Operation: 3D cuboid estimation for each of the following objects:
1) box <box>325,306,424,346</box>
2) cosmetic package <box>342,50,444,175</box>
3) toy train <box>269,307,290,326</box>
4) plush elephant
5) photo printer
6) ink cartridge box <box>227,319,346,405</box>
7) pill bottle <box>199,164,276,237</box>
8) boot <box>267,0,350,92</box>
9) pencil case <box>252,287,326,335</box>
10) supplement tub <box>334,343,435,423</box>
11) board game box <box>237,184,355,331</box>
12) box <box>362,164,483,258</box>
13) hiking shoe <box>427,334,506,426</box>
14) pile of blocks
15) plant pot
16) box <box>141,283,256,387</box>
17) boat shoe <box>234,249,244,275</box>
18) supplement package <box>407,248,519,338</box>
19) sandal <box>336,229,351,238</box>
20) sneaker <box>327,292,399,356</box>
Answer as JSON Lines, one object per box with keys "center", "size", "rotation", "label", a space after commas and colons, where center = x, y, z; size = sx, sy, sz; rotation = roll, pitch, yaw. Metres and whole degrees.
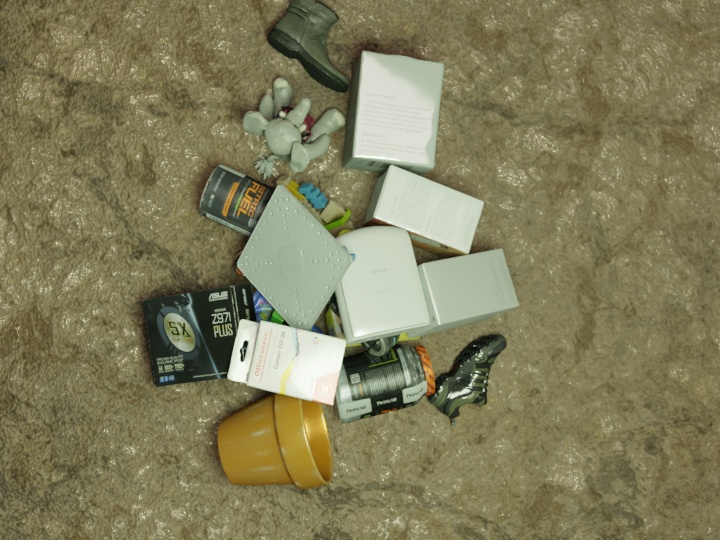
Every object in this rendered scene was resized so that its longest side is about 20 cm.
{"center": [0.034, 0.102, 1.725], "size": [0.195, 0.050, 0.077], "rotation": [-5, 66, -21], "label": "box"}
{"center": [0.060, -0.299, 1.710], "size": [0.161, 0.165, 0.205], "rotation": [7, 88, -8], "label": "cosmetic package"}
{"center": [-0.114, 0.035, 1.700], "size": [0.056, 0.042, 0.202], "rotation": [29, 53, 1], "label": "toy train"}
{"center": [-0.136, -0.271, 1.686], "size": [0.163, 0.155, 0.202], "rotation": [35, 84, -6], "label": "plush elephant"}
{"center": [0.030, 0.020, 1.603], "size": [0.162, 0.070, 0.205], "rotation": [-9, 77, -15], "label": "photo printer"}
{"center": [-0.132, 0.160, 1.556], "size": [0.195, 0.068, 0.119], "rotation": [12, 82, -2], "label": "ink cartridge box"}
{"center": [-0.200, -0.117, 1.686], "size": [0.196, 0.106, 0.108], "rotation": [24, 86, 2], "label": "pill bottle"}
{"center": [-0.077, -0.460, 1.748], "size": [0.198, 0.068, 0.132], "rotation": [36, 78, -7], "label": "boot"}
{"center": [-0.145, 0.115, 1.715], "size": [0.199, 0.078, 0.087], "rotation": [40, 85, -5], "label": "pencil case"}
{"center": [0.040, 0.216, 1.716], "size": [0.195, 0.122, 0.126], "rotation": [-13, 90, -7], "label": "supplement tub"}
{"center": [-0.119, -0.017, 1.594], "size": [0.200, 0.026, 0.202], "rotation": [45, 123, 18], "label": "board game box"}
{"center": [0.119, -0.110, 1.720], "size": [0.196, 0.152, 0.109], "rotation": [20, 84, -6], "label": "box"}
{"center": [0.230, 0.218, 1.776], "size": [0.200, 0.076, 0.101], "rotation": [-43, 103, 2], "label": "hiking shoe"}
{"center": [-0.074, -0.130, 1.734], "size": [0.199, 0.062, 0.082], "rotation": [42, 126, -7], "label": "pile of blocks"}
{"center": [-0.166, 0.322, 1.661], "size": [0.179, 0.200, 0.205], "rotation": [-15, 91, 7], "label": "plant pot"}
{"center": [-0.296, 0.121, 1.653], "size": [0.195, 0.086, 0.168], "rotation": [-8, 90, 17], "label": "box"}
{"center": [-0.160, -0.007, 1.681], "size": [0.196, 0.071, 0.064], "rotation": [-6, 62, 25], "label": "boat shoe"}
{"center": [0.184, 0.043, 1.702], "size": [0.196, 0.121, 0.123], "rotation": [-11, 79, -31], "label": "supplement package"}
{"center": [0.000, 0.000, 1.728], "size": [0.086, 0.081, 0.200], "rotation": [-27, 126, 31], "label": "sandal"}
{"center": [0.000, 0.069, 1.670], "size": [0.079, 0.075, 0.202], "rotation": [-31, 82, -43], "label": "sneaker"}
